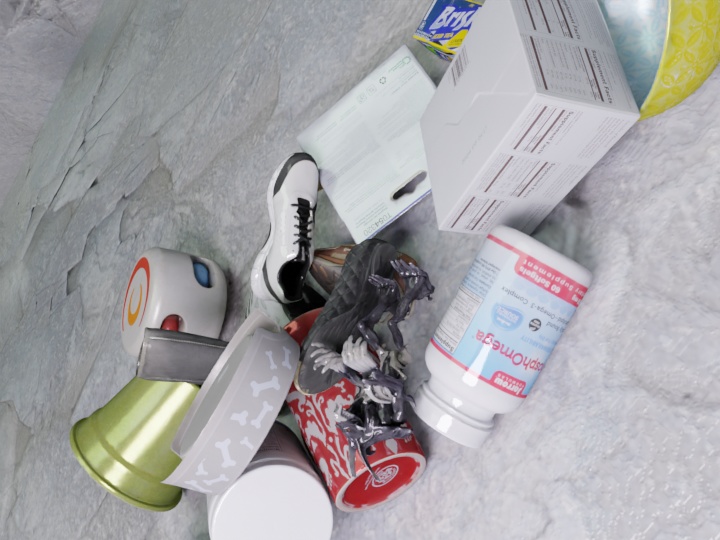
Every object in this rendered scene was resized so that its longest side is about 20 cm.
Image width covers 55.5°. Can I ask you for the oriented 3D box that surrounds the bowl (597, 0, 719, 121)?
[{"bbox_3d":[0.284,-0.240,0.622,0.107,0.201,0.202,-7,58,-1],"label":"bowl"}]

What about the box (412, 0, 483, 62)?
[{"bbox_3d":[0.152,-0.281,0.841,0.070,0.064,0.200,-58,41,11],"label":"box"}]

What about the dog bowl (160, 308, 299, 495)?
[{"bbox_3d":[-0.132,0.139,0.711,0.201,0.058,0.200,-53,13,18],"label":"dog bowl"}]

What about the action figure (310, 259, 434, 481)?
[{"bbox_3d":[0.006,0.093,0.668,0.119,0.102,0.202,-19,48,55],"label":"action figure"}]

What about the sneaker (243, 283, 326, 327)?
[{"bbox_3d":[-0.107,0.076,0.980,0.201,0.075,0.116,52,127,46],"label":"sneaker"}]

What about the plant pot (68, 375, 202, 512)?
[{"bbox_3d":[-0.300,0.223,1.038,0.185,0.200,0.200,-51,41,2],"label":"plant pot"}]

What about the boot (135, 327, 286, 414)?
[{"bbox_3d":[-0.191,0.137,0.895,0.183,0.198,0.073,112,150,-45],"label":"boot"}]

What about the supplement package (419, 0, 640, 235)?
[{"bbox_3d":[0.155,-0.153,0.686,0.200,0.110,0.157,123,148,-54],"label":"supplement package"}]

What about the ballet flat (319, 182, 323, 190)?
[{"bbox_3d":[-0.016,-0.176,0.979,0.199,0.063,0.069,-28,72,18],"label":"ballet flat"}]

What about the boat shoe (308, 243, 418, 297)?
[{"bbox_3d":[0.000,0.000,0.888,0.072,0.076,0.199,-45,35,-23],"label":"boat shoe"}]

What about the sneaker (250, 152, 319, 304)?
[{"bbox_3d":[-0.083,-0.051,0.884,0.080,0.073,0.202,20,101,52],"label":"sneaker"}]

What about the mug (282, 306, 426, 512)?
[{"bbox_3d":[-0.011,0.171,0.798,0.133,0.178,0.201,-24,50,-8],"label":"mug"}]

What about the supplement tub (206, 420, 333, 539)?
[{"bbox_3d":[-0.111,0.255,0.787,0.133,0.131,0.200,-69,15,-2],"label":"supplement tub"}]

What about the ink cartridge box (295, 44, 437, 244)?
[{"bbox_3d":[0.034,-0.158,0.890,0.196,0.043,0.201,-36,65,15],"label":"ink cartridge box"}]

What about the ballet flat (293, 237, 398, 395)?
[{"bbox_3d":[-0.017,0.050,0.757,0.057,0.066,0.201,-6,46,51],"label":"ballet flat"}]

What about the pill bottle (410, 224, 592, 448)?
[{"bbox_3d":[0.132,0.065,0.669,0.109,0.108,0.201,35,100,50],"label":"pill bottle"}]

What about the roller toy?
[{"bbox_3d":[-0.307,0.064,1.141,0.182,0.139,0.202,-14,67,55],"label":"roller toy"}]
